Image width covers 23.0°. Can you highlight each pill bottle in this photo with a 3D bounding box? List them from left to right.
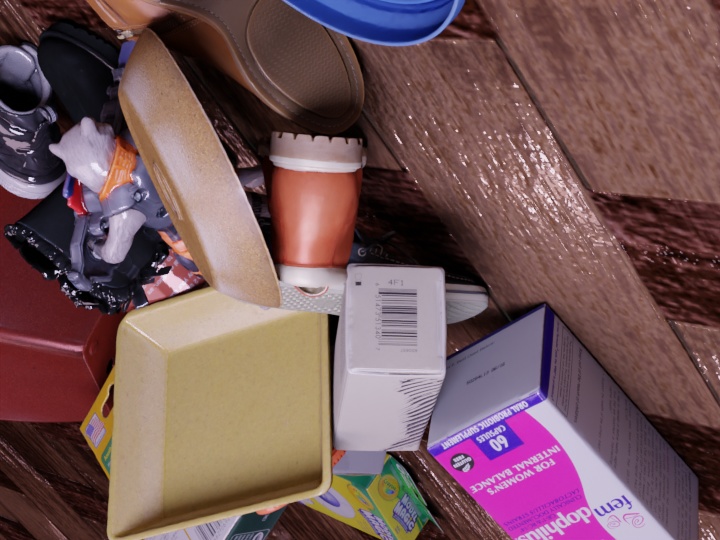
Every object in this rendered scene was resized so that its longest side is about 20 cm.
[{"bbox_3d":[-0.162,-0.011,1.469,0.200,0.112,0.112,41,156,-9],"label":"pill bottle"}]

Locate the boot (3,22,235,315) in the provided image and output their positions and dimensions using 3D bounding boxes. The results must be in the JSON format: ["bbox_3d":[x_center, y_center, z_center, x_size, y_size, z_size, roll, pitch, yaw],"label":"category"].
[{"bbox_3d":[-0.209,-0.074,1.357,0.198,0.163,0.073,41,158,-5],"label":"boot"}]

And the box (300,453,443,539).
[{"bbox_3d":[-0.016,0.209,1.755,0.200,0.048,0.117,16,149,37],"label":"box"}]

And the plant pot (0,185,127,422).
[{"bbox_3d":[-0.291,0.031,1.653,0.176,0.200,0.200,15,151,16],"label":"plant pot"}]

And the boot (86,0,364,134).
[{"bbox_3d":[-0.099,-0.155,1.174,0.200,0.077,0.155,33,166,-16],"label":"boot"}]

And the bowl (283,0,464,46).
[{"bbox_3d":[-0.019,-0.213,0.990,0.201,0.039,0.201,30,156,15],"label":"bowl"}]

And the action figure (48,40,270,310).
[{"bbox_3d":[-0.135,-0.077,1.285,0.193,0.200,0.105,19,157,-41],"label":"action figure"}]

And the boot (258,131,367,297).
[{"bbox_3d":[-0.035,-0.038,1.188,0.075,0.107,0.200,3,-176,0],"label":"boot"}]

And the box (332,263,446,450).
[{"bbox_3d":[0.018,0.066,1.250,0.068,0.082,0.200,2,161,-3],"label":"box"}]

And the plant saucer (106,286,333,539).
[{"bbox_3d":[-0.098,0.106,1.364,0.200,0.200,0.048,-17,147,26],"label":"plant saucer"}]

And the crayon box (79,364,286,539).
[{"bbox_3d":[-0.149,0.161,1.475,0.200,0.052,0.126,53,127,31],"label":"crayon box"}]

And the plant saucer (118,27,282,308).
[{"bbox_3d":[-0.110,-0.058,1.143,0.200,0.035,0.200,60,170,18],"label":"plant saucer"}]

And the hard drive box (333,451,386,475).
[{"bbox_3d":[-0.095,0.121,1.573,0.200,0.077,0.156,14,-176,42],"label":"hard drive box"}]

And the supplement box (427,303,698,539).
[{"bbox_3d":[0.151,0.140,1.283,0.101,0.103,0.200,-31,116,28],"label":"supplement box"}]

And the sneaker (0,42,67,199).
[{"bbox_3d":[-0.314,-0.156,1.477,0.200,0.075,0.114,40,144,21],"label":"sneaker"}]

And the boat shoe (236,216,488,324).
[{"bbox_3d":[0.000,0.000,1.275,0.200,0.062,0.075,9,156,-17],"label":"boat shoe"}]

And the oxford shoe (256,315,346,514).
[{"bbox_3d":[-0.040,0.107,1.406,0.073,0.200,0.071,47,143,-18],"label":"oxford shoe"}]
